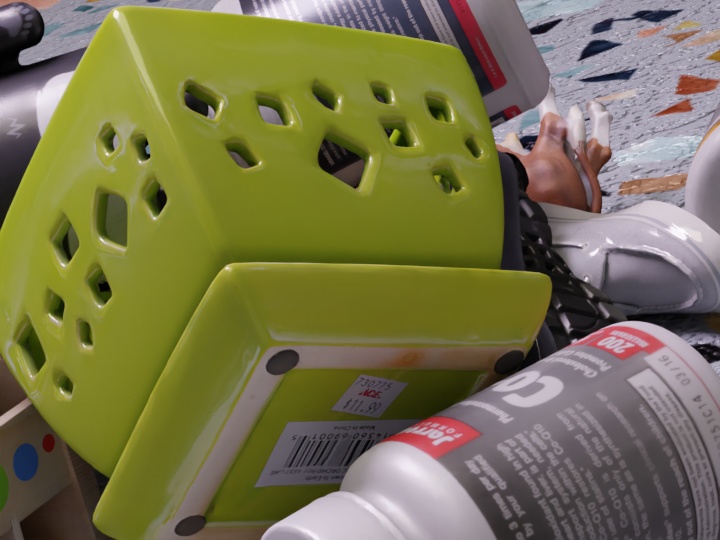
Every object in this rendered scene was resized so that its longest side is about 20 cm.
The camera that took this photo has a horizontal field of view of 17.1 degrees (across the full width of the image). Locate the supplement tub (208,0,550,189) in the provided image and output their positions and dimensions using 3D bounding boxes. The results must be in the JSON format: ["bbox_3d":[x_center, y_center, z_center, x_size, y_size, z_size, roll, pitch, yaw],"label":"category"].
[{"bbox_3d":[-0.003,-0.120,1.394,0.199,0.141,0.140,-26,17,6],"label":"supplement tub"}]

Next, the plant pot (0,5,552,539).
[{"bbox_3d":[-0.039,0.016,1.108,0.199,0.200,0.182,2,45,-33],"label":"plant pot"}]

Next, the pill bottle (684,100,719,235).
[{"bbox_3d":[0.258,-0.069,1.392,0.115,0.117,0.200,-7,20,21],"label":"pill bottle"}]

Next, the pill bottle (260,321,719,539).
[{"bbox_3d":[0.062,0.109,1.016,0.199,0.115,0.114,-25,21,-30],"label":"pill bottle"}]

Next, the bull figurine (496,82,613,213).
[{"bbox_3d":[0.070,-0.061,1.556,0.199,0.065,0.122,4,69,26],"label":"bull figurine"}]

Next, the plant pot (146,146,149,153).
[{"bbox_3d":[-0.140,-0.013,1.466,0.134,0.201,0.200,30,34,14],"label":"plant pot"}]

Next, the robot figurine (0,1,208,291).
[{"bbox_3d":[-0.169,-0.042,1.222,0.199,0.151,0.125,-18,-25,-5],"label":"robot figurine"}]

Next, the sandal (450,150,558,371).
[{"bbox_3d":[0.057,0.021,1.245,0.043,0.076,0.201,17,45,-29],"label":"sandal"}]

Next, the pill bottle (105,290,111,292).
[{"bbox_3d":[-0.187,0.033,1.327,0.199,0.113,0.112,-30,19,-3],"label":"pill bottle"}]

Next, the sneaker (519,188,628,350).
[{"bbox_3d":[0.089,0.028,1.311,0.075,0.080,0.200,14,28,-28],"label":"sneaker"}]

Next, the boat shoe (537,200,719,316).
[{"bbox_3d":[0.131,0.001,1.366,0.068,0.072,0.199,-41,31,-25],"label":"boat shoe"}]

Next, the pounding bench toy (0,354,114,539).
[{"bbox_3d":[-0.254,0.128,1.189,0.199,0.125,0.156,-1,23,36],"label":"pounding bench toy"}]

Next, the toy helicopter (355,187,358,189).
[{"bbox_3d":[0.000,0.000,1.322,0.132,0.079,0.200,-50,15,-6],"label":"toy helicopter"}]

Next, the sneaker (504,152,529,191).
[{"bbox_3d":[0.036,-0.062,1.482,0.083,0.071,0.199,-38,31,-17],"label":"sneaker"}]
